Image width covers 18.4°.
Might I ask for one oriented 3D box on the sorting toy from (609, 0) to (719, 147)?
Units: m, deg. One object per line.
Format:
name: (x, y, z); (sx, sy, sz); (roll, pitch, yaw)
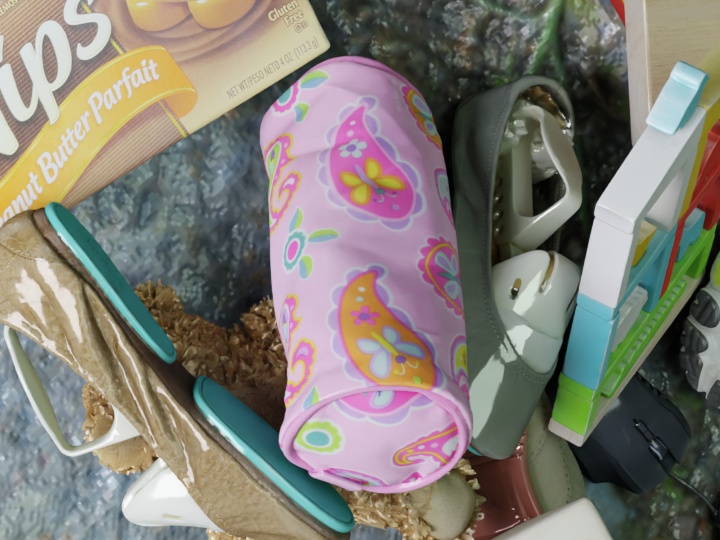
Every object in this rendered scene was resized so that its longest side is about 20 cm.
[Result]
sorting toy: (0.209, -0.166, 1.128); (0.200, 0.070, 0.199); (-8, 99, -25)

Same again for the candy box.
candy box: (-0.126, -0.101, 0.985); (0.200, 0.055, 0.116); (-33, 108, -18)

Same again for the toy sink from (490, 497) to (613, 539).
toy sink: (0.079, 0.223, 0.986); (0.130, 0.112, 0.200); (-27, 84, -16)

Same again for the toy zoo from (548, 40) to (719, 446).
toy zoo: (0.138, -0.022, 1.027); (0.131, 0.020, 0.200); (-49, 158, -35)

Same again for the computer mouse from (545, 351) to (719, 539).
computer mouse: (0.168, 0.109, 1.156); (0.200, 0.034, 0.059); (41, 77, -23)

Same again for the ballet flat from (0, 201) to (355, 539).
ballet flat: (-0.092, 0.062, 0.949); (0.072, 0.068, 0.200); (-43, 98, 8)

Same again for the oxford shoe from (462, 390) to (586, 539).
oxford shoe: (0.069, 0.086, 1.101); (0.074, 0.071, 0.200); (-16, 96, -60)

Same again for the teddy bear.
teddy bear: (-0.032, 0.071, 1.027); (0.200, 0.067, 0.145); (-5, 86, -15)

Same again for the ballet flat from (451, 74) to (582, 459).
ballet flat: (0.073, -0.009, 1.032); (0.067, 0.064, 0.200); (35, 44, -38)

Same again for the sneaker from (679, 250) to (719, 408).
sneaker: (0.230, -0.018, 1.121); (0.085, 0.077, 0.200); (-17, 144, -50)

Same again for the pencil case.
pencil case: (0.000, 0.000, 0.981); (0.087, 0.087, 0.200); (16, 45, -26)
